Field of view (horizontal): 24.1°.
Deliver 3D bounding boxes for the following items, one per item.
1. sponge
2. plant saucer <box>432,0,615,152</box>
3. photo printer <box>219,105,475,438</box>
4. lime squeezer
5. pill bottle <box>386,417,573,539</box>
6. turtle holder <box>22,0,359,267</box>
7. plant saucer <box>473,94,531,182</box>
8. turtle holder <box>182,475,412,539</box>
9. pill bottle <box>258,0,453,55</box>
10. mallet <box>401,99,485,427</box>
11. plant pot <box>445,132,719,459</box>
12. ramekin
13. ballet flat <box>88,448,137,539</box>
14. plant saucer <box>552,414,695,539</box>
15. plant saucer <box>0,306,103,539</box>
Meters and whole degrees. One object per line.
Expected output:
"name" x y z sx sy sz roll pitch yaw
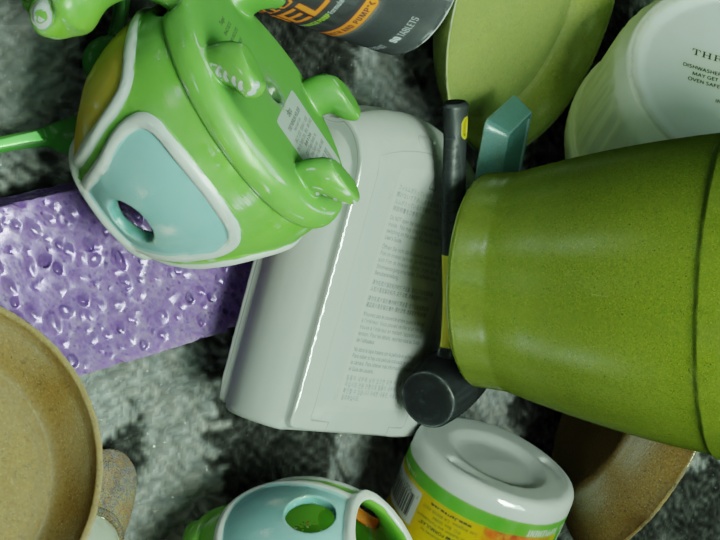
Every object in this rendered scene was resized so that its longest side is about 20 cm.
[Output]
"sponge" -0.134 -0.005 1.012 0.199 0.030 0.112 -16 109 -29
"plant saucer" 0.104 -0.174 1.092 0.200 0.031 0.201 -36 139 -39
"photo printer" 0.000 0.000 1.047 0.166 0.069 0.201 11 94 -58
"lime squeezer" -0.167 -0.115 0.972 0.070 0.038 0.200 36 79 -1
"pill bottle" 0.053 0.208 1.110 0.111 0.111 0.201 9 112 -33
"turtle holder" -0.094 -0.081 0.903 0.131 0.142 0.185 -29 139 20
"plant saucer" 0.081 -0.010 1.104 0.070 0.019 0.201 -44 147 -62
"turtle holder" -0.042 0.201 1.007 0.141 0.131 0.185 59 24 -3
"pill bottle" -0.044 -0.201 0.983 0.199 0.106 0.107 14 93 -33
"mallet" 0.060 -0.006 1.040 0.066 0.041 0.201 -20 116 -62
"plant pot" 0.158 0.010 0.990 0.200 0.192 0.202 4 90 -67
"ramekin" 0.240 -0.098 1.114 0.202 0.203 0.094 -33 159 -23
"ballet flat" -0.186 0.199 0.997 0.068 0.067 0.201 42 77 -35
"plant saucer" 0.180 0.091 1.138 0.035 0.200 0.201 26 85 -10
"plant saucer" -0.241 0.110 0.918 0.199 0.035 0.202 4 68 -11
